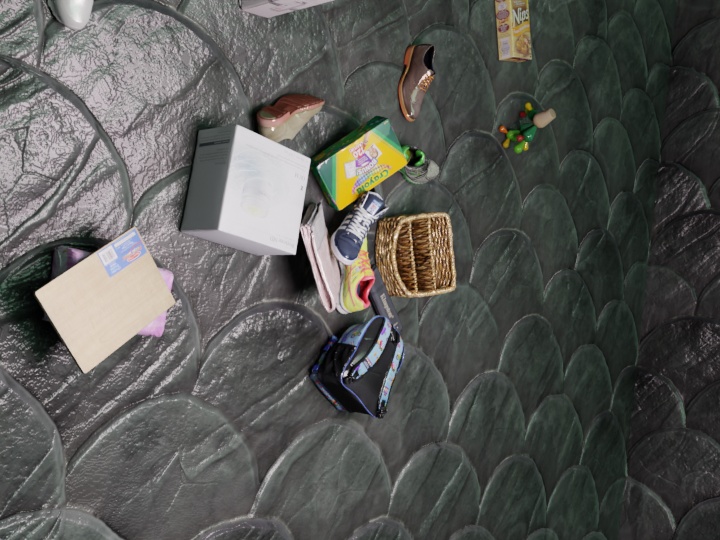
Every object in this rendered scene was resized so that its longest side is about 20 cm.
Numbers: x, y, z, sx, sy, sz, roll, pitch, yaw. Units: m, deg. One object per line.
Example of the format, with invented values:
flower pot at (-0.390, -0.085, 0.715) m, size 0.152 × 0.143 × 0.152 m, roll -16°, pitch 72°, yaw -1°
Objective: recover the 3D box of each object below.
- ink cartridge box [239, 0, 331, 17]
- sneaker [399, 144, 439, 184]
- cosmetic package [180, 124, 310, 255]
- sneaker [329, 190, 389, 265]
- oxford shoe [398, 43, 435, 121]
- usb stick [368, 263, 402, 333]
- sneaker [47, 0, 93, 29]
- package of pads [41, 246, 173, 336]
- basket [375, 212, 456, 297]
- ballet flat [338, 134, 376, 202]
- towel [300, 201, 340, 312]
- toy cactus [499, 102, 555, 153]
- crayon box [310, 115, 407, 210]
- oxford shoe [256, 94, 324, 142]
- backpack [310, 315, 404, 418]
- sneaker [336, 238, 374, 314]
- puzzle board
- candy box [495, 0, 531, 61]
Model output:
ink cartridge box at (-0.139, -0.591, 1.485) m, size 0.083 × 0.199 × 0.148 m, roll -4°, pitch 94°, yaw -53°
sneaker at (0.137, -0.263, 1.902) m, size 0.199 × 0.085 × 0.079 m, roll 9°, pitch 84°, yaw -50°
cosmetic package at (-0.216, -0.146, 1.462) m, size 0.199 × 0.122 × 0.202 m, roll 17°, pitch 79°, yaw -48°
sneaker at (0.000, -0.100, 1.656) m, size 0.070 × 0.108 × 0.200 m, roll 37°, pitch 34°, yaw -12°
oxford shoe at (0.146, -0.476, 1.916) m, size 0.071 × 0.073 × 0.202 m, roll 12°, pitch 82°, yaw -49°
usb stick at (0.052, 0.077, 1.846) m, size 0.055 × 0.032 × 0.201 m, roll -45°, pitch 124°, yaw -37°
sneaker at (-0.449, -0.488, 1.214) m, size 0.076 × 0.080 × 0.202 m, roll 1°, pitch 92°, yaw -51°
package of pads at (-0.416, 0.038, 1.263) m, size 0.199 × 0.075 × 0.121 m, roll 16°, pitch 81°, yaw -48°
basket at (0.131, -0.037, 1.849) m, size 0.142 × 0.148 × 0.202 m, roll -13°, pitch 101°, yaw -49°
ballet flat at (0.001, -0.218, 1.763) m, size 0.066 × 0.057 × 0.201 m, roll -46°, pitch 124°, yaw -40°
towel at (-0.080, -0.033, 1.610) m, size 0.200 × 0.032 × 0.192 m, roll -82°, pitch 158°, yaw -71°
toy cactus at (0.507, -0.442, 2.284) m, size 0.102 × 0.165 × 0.200 m, roll 47°, pitch 49°, yaw -15°
crayon box at (-0.005, -0.240, 1.695) m, size 0.200 × 0.058 × 0.119 m, roll -36°, pitch 121°, yaw -13°
oxford shoe at (-0.148, -0.317, 1.595) m, size 0.200 × 0.071 × 0.074 m, roll -35°, pitch 141°, yaw -44°
backpack at (0.005, 0.203, 1.715) m, size 0.183 × 0.134 × 0.201 m, roll 51°, pitch 55°, yaw -37°
sneaker at (0.000, 0.000, 1.740) m, size 0.078 × 0.090 × 0.202 m, roll 10°, pitch 82°, yaw -47°
puzzle board at (-0.401, 0.044, 1.213) m, size 0.200 × 0.017 × 0.151 m, roll -44°, pitch 121°, yaw -40°
candy box at (0.461, -0.736, 2.295) m, size 0.115 × 0.055 × 0.202 m, roll -13°, pitch 100°, yaw -49°
